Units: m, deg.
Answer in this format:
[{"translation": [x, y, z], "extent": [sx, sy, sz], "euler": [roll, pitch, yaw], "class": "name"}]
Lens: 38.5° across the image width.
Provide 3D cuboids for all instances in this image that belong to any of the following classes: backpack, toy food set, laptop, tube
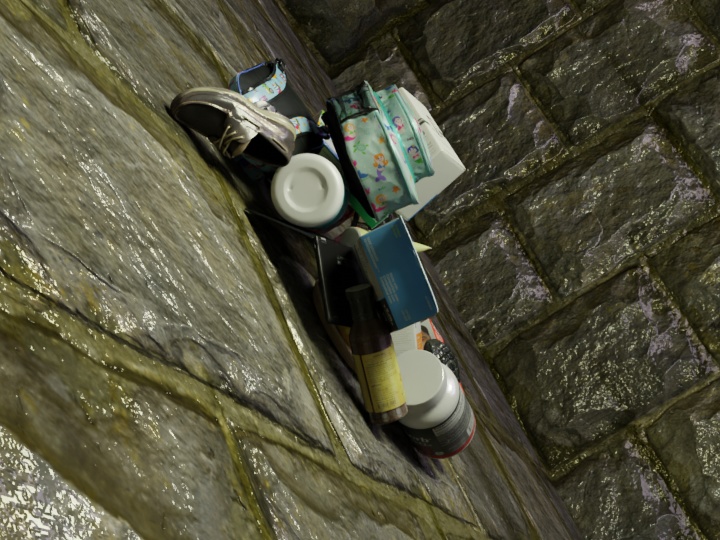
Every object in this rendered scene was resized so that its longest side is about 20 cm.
[{"translation": [-0.160, -0.234, 1.663], "extent": [0.183, 0.134, 0.200], "euler": [56, 22, -6], "class": "backpack"}, {"translation": [-0.010, 0.096, 1.656], "extent": [0.200, 0.049, 0.198], "euler": [52, 11, -42], "class": "toy food set"}, {"translation": [-0.068, 0.001, 1.571], "extent": [0.187, 0.115, 0.201], "euler": [15, 63, -63], "class": "laptop"}, {"translation": [0.032, -0.185, 1.639], "extent": [0.200, 0.150, 0.178], "euler": [-102, 171, -48], "class": "backpack"}, {"translation": [0.043, -0.043, 1.882], "extent": [0.058, 0.052, 0.200], "euler": [36, 17, 36], "class": "tube"}]

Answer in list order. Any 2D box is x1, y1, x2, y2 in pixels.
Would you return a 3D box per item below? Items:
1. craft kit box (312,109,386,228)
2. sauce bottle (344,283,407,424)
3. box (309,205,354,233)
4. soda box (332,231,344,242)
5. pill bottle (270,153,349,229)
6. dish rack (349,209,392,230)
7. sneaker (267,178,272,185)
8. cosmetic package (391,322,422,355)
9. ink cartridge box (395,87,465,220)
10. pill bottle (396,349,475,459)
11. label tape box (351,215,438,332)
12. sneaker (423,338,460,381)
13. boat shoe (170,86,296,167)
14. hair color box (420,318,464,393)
[{"translation": [-0.026, -0.187, 1.871], "extent": [0.200, 0.048, 0.198], "euler": [48, 17, -13], "class": "craft kit box"}, {"translation": [0.020, 0.120, 1.495], "extent": [0.065, 0.064, 0.201], "euler": [-76, 154, -79], "class": "sauce bottle"}, {"translation": [-0.098, -0.168, 1.921], "extent": [0.201, 0.095, 0.100], "euler": [59, 10, 2], "class": "box"}, {"translation": [0.021, 0.008, 2.111], "extent": [0.201, 0.063, 0.070], "euler": [60, 9, 7], "class": "soda box"}, {"translation": [-0.075, -0.121, 1.629], "extent": [0.111, 0.111, 0.200], "euler": [59, 3, 2], "class": "pill bottle"}, {"translation": [0.004, -0.043, 1.945], "extent": [0.054, 0.154, 0.200], "euler": [15, 3, 10], "class": "dish rack"}, {"translation": [-0.126, -0.157, 1.838], "extent": [0.090, 0.078, 0.201], "euler": [60, 8, -66], "class": "sneaker"}, {"translation": [0.066, 0.078, 1.832], "extent": [0.101, 0.071, 0.201], "euler": [-4, 88, -81], "class": "cosmetic package"}, {"translation": [0.081, -0.215, 1.890], "extent": [0.084, 0.146, 0.200], "euler": [31, 23, -44], "class": "ink cartridge box"}, {"translation": [0.108, 0.211, 1.631], "extent": [0.116, 0.115, 0.200], "euler": [65, 2, 37], "class": "pill bottle"}, {"translation": [0.048, 0.010, 1.470], "extent": [0.200, 0.066, 0.144], "euler": [123, -56, -84], "class": "label tape box"}, {"translation": [0.128, 0.219, 1.789], "extent": [0.076, 0.090, 0.201], "euler": [-13, 94, -54], "class": "sneaker"}, {"translation": [-0.176, -0.203, 1.482], "extent": [0.199, 0.074, 0.074], "euler": [14, 50, -31], "class": "boat shoe"}, {"translation": [0.119, 0.184, 1.926], "extent": [0.061, 0.101, 0.200], "euler": [54, 8, -27], "class": "hair color box"}]
